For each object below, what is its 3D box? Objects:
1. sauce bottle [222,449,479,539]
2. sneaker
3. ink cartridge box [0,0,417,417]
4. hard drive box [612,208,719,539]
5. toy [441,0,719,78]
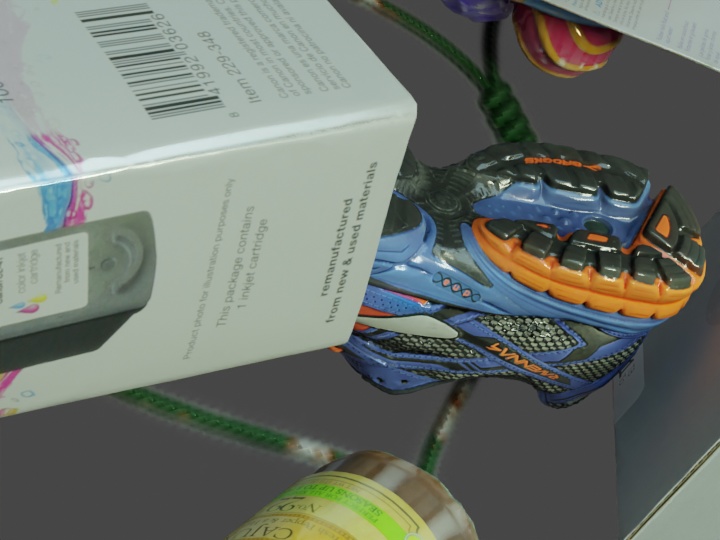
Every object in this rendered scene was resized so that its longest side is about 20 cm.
[{"bbox_3d":[-0.042,0.114,0.671,0.065,0.065,0.200,50,41,4],"label":"sauce bottle"},{"bbox_3d":[0.000,0.000,0.786,0.199,0.079,0.076,14,38,-8],"label":"sneaker"},{"bbox_3d":[-0.110,-0.038,0.665,0.199,0.086,0.148,-12,46,-30],"label":"ink cartridge box"},{"bbox_3d":[0.178,0.081,0.825,0.200,0.077,0.156,38,21,-10],"label":"hard drive box"},{"bbox_3d":[0.080,-0.096,0.923,0.199,0.047,0.115,19,29,3],"label":"toy"}]
